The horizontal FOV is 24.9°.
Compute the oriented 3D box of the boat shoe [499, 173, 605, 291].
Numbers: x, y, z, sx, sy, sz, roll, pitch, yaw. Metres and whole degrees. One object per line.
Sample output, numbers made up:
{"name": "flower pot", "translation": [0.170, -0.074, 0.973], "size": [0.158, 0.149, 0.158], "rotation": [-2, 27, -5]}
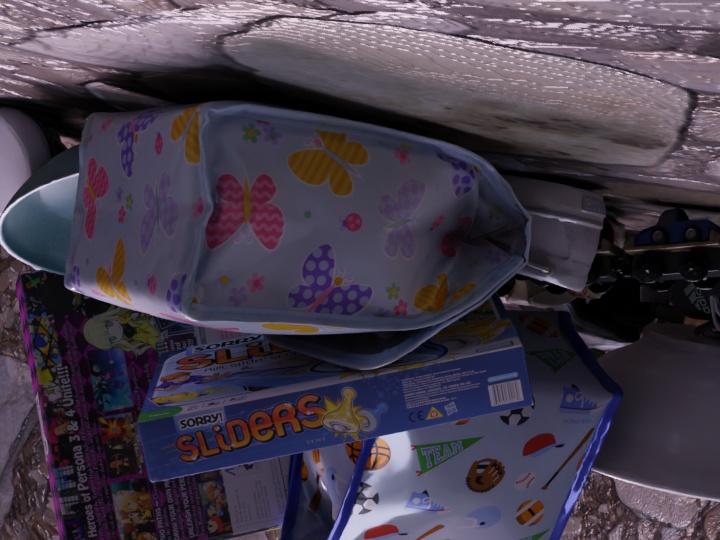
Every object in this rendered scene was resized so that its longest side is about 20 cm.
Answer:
{"name": "boat shoe", "translation": [0.053, -0.022, 0.975], "size": [0.199, 0.069, 0.072], "rotation": [8, 176, 30]}

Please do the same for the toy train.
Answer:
{"name": "toy train", "translation": [0.132, -0.010, 0.977], "size": [0.199, 0.046, 0.034], "rotation": [-2, 166, 31]}

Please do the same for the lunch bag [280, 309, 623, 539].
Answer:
{"name": "lunch bag", "translation": [0.048, 0.123, 1.054], "size": [0.169, 0.201, 0.124], "rotation": [4, -149, -19]}

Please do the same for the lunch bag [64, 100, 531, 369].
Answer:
{"name": "lunch bag", "translation": [-0.031, -0.018, 0.852], "size": [0.199, 0.128, 0.169], "rotation": [5, -179, -31]}

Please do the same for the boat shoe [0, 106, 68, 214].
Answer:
{"name": "boat shoe", "translation": [-0.224, -0.069, 1.090], "size": [0.068, 0.072, 0.200], "rotation": [-25, 177, -25]}

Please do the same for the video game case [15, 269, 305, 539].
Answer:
{"name": "video game case", "translation": [-0.127, 0.087, 1.102], "size": [0.180, 0.201, 0.036], "rotation": [-9, 170, -19]}

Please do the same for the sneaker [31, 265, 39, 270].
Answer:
{"name": "sneaker", "translation": [-0.171, 0.003, 1.194], "size": [0.079, 0.131, 0.200], "rotation": [-20, -176, 23]}

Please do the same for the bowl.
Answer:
{"name": "bowl", "translation": [0.232, 0.088, 1.098], "size": [0.200, 0.091, 0.201], "rotation": [7, -172, -1]}

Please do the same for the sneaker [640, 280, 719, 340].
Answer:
{"name": "sneaker", "translation": [0.235, 0.017, 1.025], "size": [0.139, 0.078, 0.200], "rotation": [7, 175, 33]}

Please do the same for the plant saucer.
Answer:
{"name": "plant saucer", "translation": [-0.125, -0.043, 1.010], "size": [0.199, 0.036, 0.200], "rotation": [-7, 161, -2]}

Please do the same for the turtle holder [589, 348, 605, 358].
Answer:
{"name": "turtle holder", "translation": [0.117, 0.117, 1.249], "size": [0.131, 0.186, 0.141], "rotation": [1, -152, -32]}

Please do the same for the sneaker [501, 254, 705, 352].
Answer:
{"name": "sneaker", "translation": [0.209, 0.031, 1.219], "size": [0.199, 0.078, 0.140], "rotation": [11, 176, -26]}

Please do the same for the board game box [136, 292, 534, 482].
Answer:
{"name": "board game box", "translation": [-0.014, 0.058, 0.880], "size": [0.199, 0.035, 0.135], "rotation": [-12, -168, 0]}

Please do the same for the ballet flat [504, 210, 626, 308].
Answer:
{"name": "ballet flat", "translation": [0.115, -0.008, 1.090], "size": [0.075, 0.064, 0.200], "rotation": [10, 177, -11]}
